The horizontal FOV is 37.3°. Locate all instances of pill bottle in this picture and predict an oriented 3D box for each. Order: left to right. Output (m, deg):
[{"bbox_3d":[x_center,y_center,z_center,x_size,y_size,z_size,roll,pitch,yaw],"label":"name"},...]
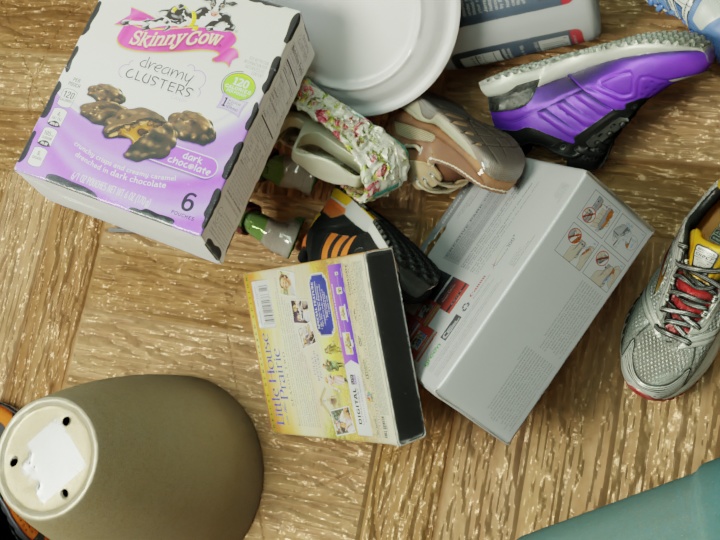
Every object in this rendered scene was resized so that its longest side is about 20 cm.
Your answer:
[{"bbox_3d":[0.104,-0.243,0.940,0.198,0.120,0.121,-9,73,17],"label":"pill bottle"}]

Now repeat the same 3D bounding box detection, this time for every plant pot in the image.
[{"bbox_3d":[-0.205,0.165,0.897,0.186,0.200,0.189,-5,74,17],"label":"plant pot"},{"bbox_3d":[0.217,0.236,0.742,0.195,0.200,0.202,-20,70,21],"label":"plant pot"}]

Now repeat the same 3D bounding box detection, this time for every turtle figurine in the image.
[{"bbox_3d":[-0.137,-0.095,0.995,0.192,0.200,0.145,19,75,-1],"label":"turtle figurine"}]

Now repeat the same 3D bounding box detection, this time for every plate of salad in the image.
[{"bbox_3d":[-0.010,-0.228,0.897,0.198,0.048,0.202,10,121,16],"label":"plate of salad"}]

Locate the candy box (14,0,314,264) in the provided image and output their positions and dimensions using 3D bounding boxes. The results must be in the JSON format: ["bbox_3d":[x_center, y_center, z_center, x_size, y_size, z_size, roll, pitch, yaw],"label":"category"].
[{"bbox_3d":[-0.152,-0.131,0.857,0.166,0.072,0.201,19,76,13],"label":"candy box"}]

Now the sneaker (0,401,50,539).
[{"bbox_3d":[-0.332,0.192,0.982,0.078,0.112,0.200,-44,66,3],"label":"sneaker"}]

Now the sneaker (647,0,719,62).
[{"bbox_3d":[0.289,-0.232,0.900,0.077,0.075,0.202,-31,68,37],"label":"sneaker"}]

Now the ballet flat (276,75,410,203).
[{"bbox_3d":[-0.049,-0.122,0.907,0.199,0.076,0.064,31,54,19],"label":"ballet flat"}]

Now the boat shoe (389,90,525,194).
[{"bbox_3d":[0.076,-0.098,0.909,0.072,0.075,0.200,-68,24,16],"label":"boat shoe"}]

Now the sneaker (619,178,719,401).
[{"bbox_3d":[0.260,0.007,0.838,0.077,0.082,0.201,25,86,23],"label":"sneaker"}]

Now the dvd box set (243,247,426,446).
[{"bbox_3d":[-0.027,0.064,0.869,0.199,0.029,0.148,-10,91,57],"label":"dvd box set"}]

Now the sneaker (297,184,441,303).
[{"bbox_3d":[0.000,0.000,0.904,0.090,0.070,0.200,-53,27,7],"label":"sneaker"}]

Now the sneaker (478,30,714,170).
[{"bbox_3d":[0.203,-0.137,0.896,0.199,0.069,0.100,-8,103,34],"label":"sneaker"}]

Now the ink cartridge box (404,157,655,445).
[{"bbox_3d":[0.112,0.012,0.871,0.201,0.084,0.175,-55,22,-1],"label":"ink cartridge box"}]
